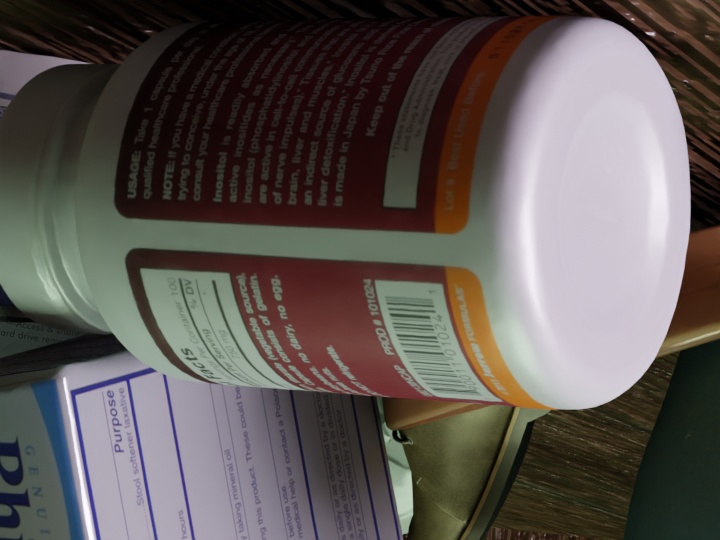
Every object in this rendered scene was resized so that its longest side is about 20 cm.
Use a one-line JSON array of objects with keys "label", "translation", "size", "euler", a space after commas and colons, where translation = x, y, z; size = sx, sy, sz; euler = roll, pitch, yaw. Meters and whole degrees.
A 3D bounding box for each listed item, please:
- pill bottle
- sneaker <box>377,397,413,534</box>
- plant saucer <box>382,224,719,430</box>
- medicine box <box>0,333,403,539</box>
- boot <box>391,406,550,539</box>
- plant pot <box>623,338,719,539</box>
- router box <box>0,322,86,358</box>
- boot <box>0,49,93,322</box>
[{"label": "pill bottle", "translation": [-0.011, -0.020, 0.877], "size": [0.199, 0.114, 0.113], "euler": [3, 171, 32]}, {"label": "sneaker", "translation": [0.031, 0.054, 1.345], "size": [0.088, 0.076, 0.200], "euler": [20, 134, -38]}, {"label": "plant saucer", "translation": [0.101, 0.014, 1.068], "size": [0.199, 0.038, 0.200], "euler": [-17, 176, -1]}, {"label": "medicine box", "translation": [-0.072, 0.113, 1.004], "size": [0.102, 0.183, 0.200], "euler": [-9, -177, 30]}, {"label": "boot", "translation": [0.040, 0.067, 1.278], "size": [0.075, 0.201, 0.074], "euler": [22, -148, 1]}, {"label": "plant pot", "translation": [0.200, 0.100, 1.203], "size": [0.199, 0.189, 0.200], "euler": [2, 176, 0]}, {"label": "router box", "translation": [-0.198, 0.020, 1.090], "size": [0.199, 0.181, 0.049], "euler": [9, 172, -15]}, {"label": "boot", "translation": [-0.173, -0.034, 1.005], "size": [0.199, 0.091, 0.073], "euler": [7, 172, 1]}]
